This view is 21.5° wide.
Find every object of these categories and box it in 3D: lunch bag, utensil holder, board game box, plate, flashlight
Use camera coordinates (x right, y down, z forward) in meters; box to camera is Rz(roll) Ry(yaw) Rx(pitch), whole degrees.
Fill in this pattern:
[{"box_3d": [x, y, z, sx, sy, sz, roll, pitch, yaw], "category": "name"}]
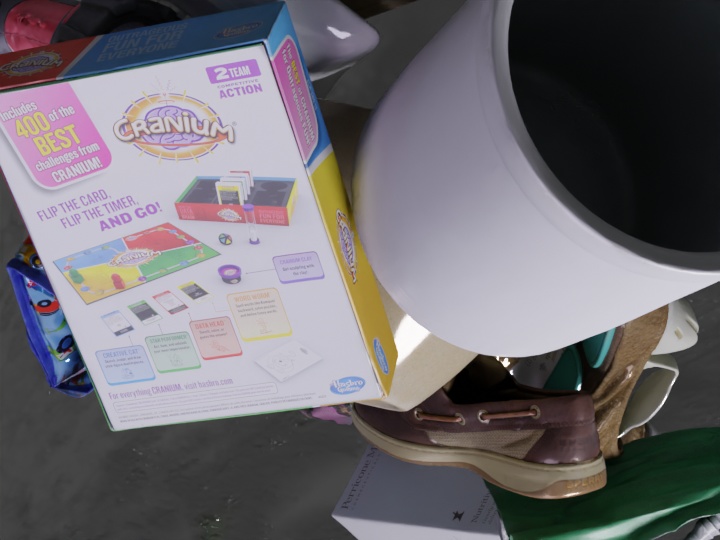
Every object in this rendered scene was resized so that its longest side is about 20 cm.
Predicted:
[{"box_3d": [-0.153, -0.002, 1.260, 0.094, 0.151, 0.200, 28, 156, 5], "category": "lunch bag"}, {"box_3d": [0.099, -0.058, 0.844, 0.169, 0.171, 0.200, 33, 159, -7], "category": "utensil holder"}, {"box_3d": [-0.080, -0.020, 0.913, 0.152, 0.040, 0.201, -7, 121, 17], "category": "board game box"}, {"box_3d": [-0.094, -0.146, 0.952, 0.199, 0.032, 0.200, 34, 170, -7], "category": "plate"}, {"box_3d": [-0.161, -0.121, 0.999, 0.068, 0.068, 0.200, 43, 167, -35], "category": "flashlight"}]

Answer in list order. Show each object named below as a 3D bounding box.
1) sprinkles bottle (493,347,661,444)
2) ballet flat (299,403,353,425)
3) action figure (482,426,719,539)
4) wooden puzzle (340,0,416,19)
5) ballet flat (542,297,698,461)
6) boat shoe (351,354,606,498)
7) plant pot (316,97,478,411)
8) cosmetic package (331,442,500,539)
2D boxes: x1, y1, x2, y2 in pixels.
[{"box_3d": [0.116, 0.076, 1.204, 0.200, 0.068, 0.068, 44, 153, -28], "category": "sprinkles bottle"}, {"box_3d": [0.008, 0.074, 1.345, 0.071, 0.070, 0.200, 16, 163, -12], "category": "ballet flat"}, {"box_3d": [0.183, 0.138, 1.156, 0.118, 0.199, 0.055, -110, 6, -57], "category": "action figure"}, {"box_3d": [-0.024, -0.188, 0.886, 0.185, 0.037, 0.199, 43, 154, -27], "category": "wooden puzzle"}, {"box_3d": [0.153, 0.048, 1.097, 0.072, 0.068, 0.201, 1, 135, -12], "category": "ballet flat"}, {"box_3d": [0.066, 0.077, 1.121, 0.200, 0.072, 0.072, 15, 113, 53], "category": "boat shoe"}, {"box_3d": [0.000, 0.000, 1.030, 0.199, 0.135, 0.200, 15, 173, 2], "category": "plant pot"}, {"box_3d": [0.086, 0.156, 1.348, 0.199, 0.113, 0.081, -4, 140, 49], "category": "cosmetic package"}]
